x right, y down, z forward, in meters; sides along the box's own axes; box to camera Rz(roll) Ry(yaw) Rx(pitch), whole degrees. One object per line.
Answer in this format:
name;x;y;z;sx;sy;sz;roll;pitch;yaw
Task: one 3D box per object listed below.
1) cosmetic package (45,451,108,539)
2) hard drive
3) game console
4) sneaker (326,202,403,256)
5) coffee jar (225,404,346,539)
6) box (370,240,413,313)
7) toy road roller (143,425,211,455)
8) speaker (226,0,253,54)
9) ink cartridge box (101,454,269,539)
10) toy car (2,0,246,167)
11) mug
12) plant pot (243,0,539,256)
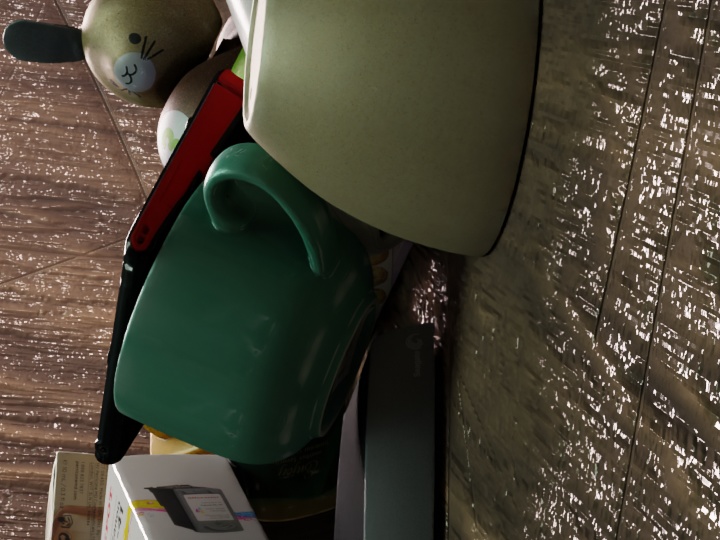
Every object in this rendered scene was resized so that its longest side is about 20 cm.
cosmetic package;-0.136;0.199;2.034;0.103;0.200;0.087;108;164;-64
hard drive;0.014;0.143;1.550;0.135;0.042;0.200;110;164;-60
game console;-0.112;-0.005;1.601;0.200;0.031;0.177;103;-167;-46
sneaker;0.023;-0.097;1.631;0.092;0.076;0.200;2;78;56
coffee jar;-0.054;0.086;1.785;0.104;0.085;0.200;-129;29;-62
box;0.000;0.000;1.772;0.200;0.041;0.039;116;158;-66
toy road roller;-0.104;0.109;1.926;0.123;0.146;0.200;-22;54;30
speaker;-0.039;-0.164;1.615;0.081;0.081;0.200;104;153;-46
ink cartridge box;-0.110;0.220;1.696;0.200;0.086;0.148;-131;45;-66
toy car;-0.131;-0.135;1.735;0.164;0.200;0.158;-60;5;41
mug;-0.058;0.029;1.529;0.185;0.114;0.152;85;-151;-74
plant pot;0.009;-0.112;1.440;0.200;0.134;0.200;-175;90;-82
